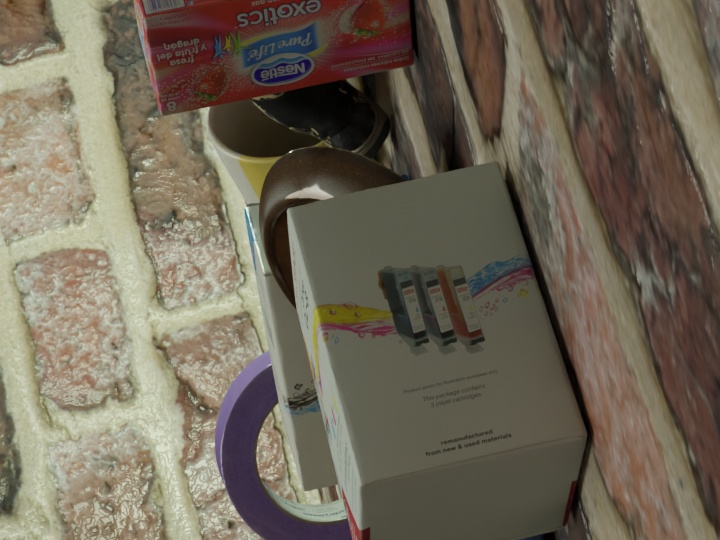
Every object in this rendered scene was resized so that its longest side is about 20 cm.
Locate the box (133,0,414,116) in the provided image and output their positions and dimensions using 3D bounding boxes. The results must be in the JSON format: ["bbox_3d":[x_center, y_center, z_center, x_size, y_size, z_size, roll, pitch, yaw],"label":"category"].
[{"bbox_3d":[-0.068,-0.200,1.602,0.103,0.199,0.095,-110,10,-45],"label":"box"}]

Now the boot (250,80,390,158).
[{"bbox_3d":[-0.078,-0.171,1.833,0.150,0.073,0.200,30,-173,-45],"label":"boot"}]

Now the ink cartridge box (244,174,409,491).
[{"bbox_3d":[-0.004,0.051,1.761,0.147,0.144,0.201,-112,12,-63],"label":"ink cartridge box"}]

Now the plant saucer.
[{"bbox_3d":[0.000,0.000,1.568,0.199,0.032,0.201,27,142,23],"label":"plant saucer"}]

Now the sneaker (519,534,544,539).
[{"bbox_3d":[0.077,0.132,1.525,0.200,0.075,0.077,50,146,38],"label":"sneaker"}]

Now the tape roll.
[{"bbox_3d":[-0.040,0.169,2.065,0.085,0.199,0.201,-143,41,-80],"label":"tape roll"}]

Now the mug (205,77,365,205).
[{"bbox_3d":[-0.050,-0.085,1.967,0.187,0.148,0.154,-99,-6,-47],"label":"mug"}]

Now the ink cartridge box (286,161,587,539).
[{"bbox_3d":[0.044,0.060,1.356,0.146,0.144,0.201,88,169,-61],"label":"ink cartridge box"}]
